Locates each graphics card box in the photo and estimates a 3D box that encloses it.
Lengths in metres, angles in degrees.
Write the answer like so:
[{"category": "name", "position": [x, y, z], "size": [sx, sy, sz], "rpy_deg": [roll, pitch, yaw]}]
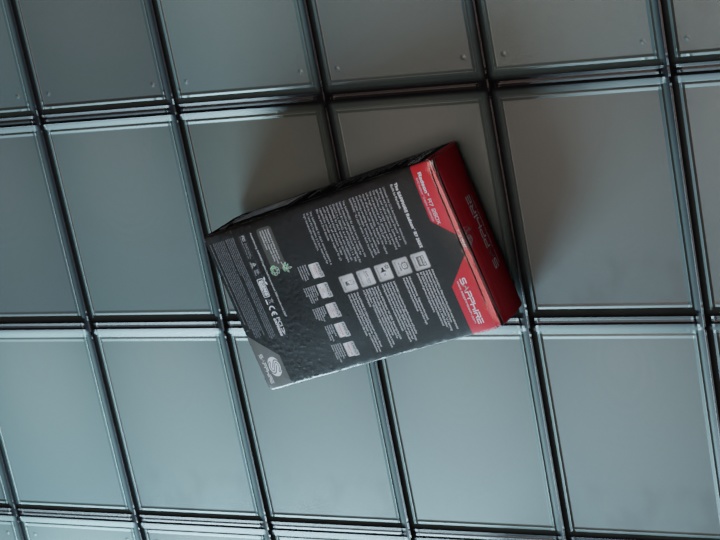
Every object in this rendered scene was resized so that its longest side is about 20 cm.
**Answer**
[{"category": "graphics card box", "position": [0.000, 0.000, 1.277], "size": [0.200, 0.051, 0.126], "rpy_deg": [-18, 101, 32]}]
